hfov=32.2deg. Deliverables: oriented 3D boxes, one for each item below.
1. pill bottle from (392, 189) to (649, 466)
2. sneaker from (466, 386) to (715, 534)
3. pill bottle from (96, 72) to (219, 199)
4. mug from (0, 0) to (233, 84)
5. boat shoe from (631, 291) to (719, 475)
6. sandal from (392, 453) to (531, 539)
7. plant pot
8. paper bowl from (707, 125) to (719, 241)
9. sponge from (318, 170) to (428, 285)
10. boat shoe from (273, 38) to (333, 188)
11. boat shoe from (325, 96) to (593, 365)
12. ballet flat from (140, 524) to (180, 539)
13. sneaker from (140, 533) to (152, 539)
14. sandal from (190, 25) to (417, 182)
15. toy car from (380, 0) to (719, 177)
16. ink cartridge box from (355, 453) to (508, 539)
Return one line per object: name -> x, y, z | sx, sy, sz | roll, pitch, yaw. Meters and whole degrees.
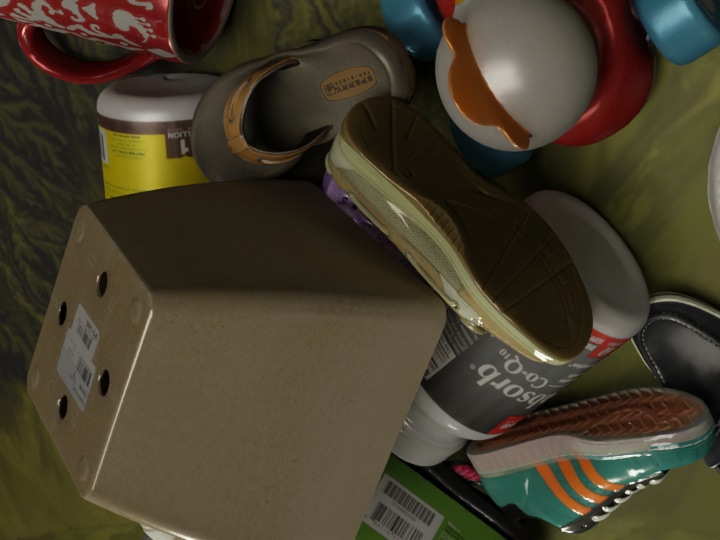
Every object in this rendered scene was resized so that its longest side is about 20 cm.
pill bottle -> 0.093, 0.046, 0.871 | 0.116, 0.116, 0.200 | 48, 123, 3
sneaker -> 0.167, 0.136, 0.865 | 0.199, 0.071, 0.080 | -18, 105, 47
pill bottle -> -0.139, -0.043, 0.959 | 0.108, 0.109, 0.202 | 8, 113, 24
mug -> -0.195, -0.224, 0.931 | 0.198, 0.178, 0.134 | 18, 77, 15
boat shoe -> 0.253, 0.099, 0.841 | 0.075, 0.062, 0.200 | -40, 87, 35
sandal -> 0.076, 0.167, 0.960 | 0.200, 0.045, 0.075 | 44, 144, -11
plant pot -> -0.096, 0.055, 0.793 | 0.200, 0.176, 0.201 | 43, 117, 49
paper bowl -> 0.306, -0.052, 0.731 | 0.199, 0.104, 0.203 | 10, 113, 25
sponge -> 0.000, 0.000, 0.922 | 0.111, 0.030, 0.201 | 18, 121, -17
boat shoe -> -0.050, -0.083, 0.923 | 0.071, 0.066, 0.202 | 9, 120, -8
boat shoe -> 0.058, -0.017, 0.766 | 0.201, 0.073, 0.063 | 43, 147, 5
ballet flat -> -0.168, 0.168, 1.046 | 0.068, 0.067, 0.202 | -18, 77, 49
sneaker -> -0.117, 0.278, 1.088 | 0.198, 0.087, 0.076 | 13, 113, 21
sandal -> -0.049, -0.100, 0.821 | 0.199, 0.055, 0.082 | -13, 113, 41
toy car -> 0.091, -0.143, 0.748 | 0.184, 0.200, 0.178 | -29, 95, 32
ink cartridge box -> 0.027, 0.240, 0.986 | 0.147, 0.076, 0.200 | 37, 150, -2
